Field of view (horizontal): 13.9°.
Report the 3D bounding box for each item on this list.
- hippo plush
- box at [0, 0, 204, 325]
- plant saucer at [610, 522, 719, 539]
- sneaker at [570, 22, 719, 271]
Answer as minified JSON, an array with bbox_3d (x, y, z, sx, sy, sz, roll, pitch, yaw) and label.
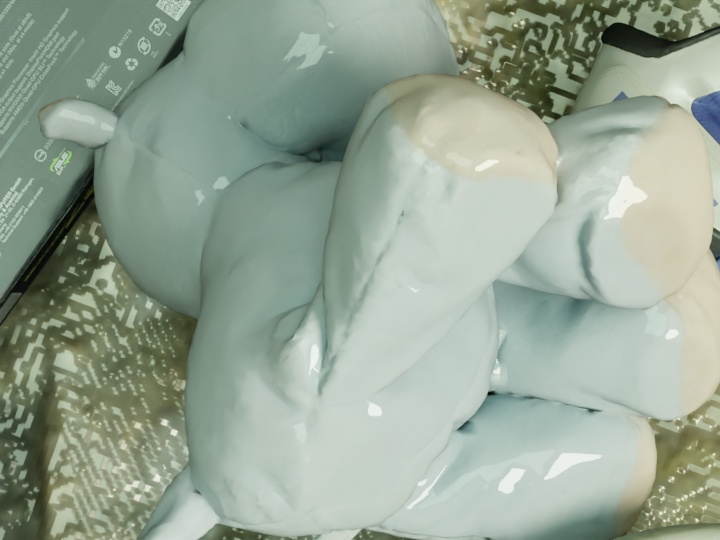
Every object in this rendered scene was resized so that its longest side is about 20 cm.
[{"bbox_3d":[0.000,0.000,0.850,0.159,0.161,0.200,26,109,-41],"label":"hippo plush"},{"bbox_3d":[-0.138,-0.083,0.920,0.157,0.051,0.200,35,89,0],"label":"box"},{"bbox_3d":[0.084,0.160,0.857,0.199,0.050,0.201,-5,108,-14],"label":"plant saucer"},{"bbox_3d":[0.149,-0.029,0.903,0.198,0.081,0.116,20,91,2],"label":"sneaker"}]
